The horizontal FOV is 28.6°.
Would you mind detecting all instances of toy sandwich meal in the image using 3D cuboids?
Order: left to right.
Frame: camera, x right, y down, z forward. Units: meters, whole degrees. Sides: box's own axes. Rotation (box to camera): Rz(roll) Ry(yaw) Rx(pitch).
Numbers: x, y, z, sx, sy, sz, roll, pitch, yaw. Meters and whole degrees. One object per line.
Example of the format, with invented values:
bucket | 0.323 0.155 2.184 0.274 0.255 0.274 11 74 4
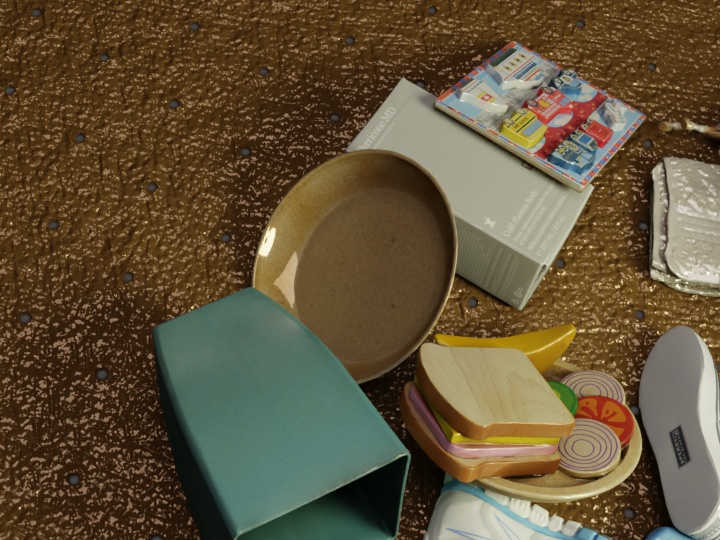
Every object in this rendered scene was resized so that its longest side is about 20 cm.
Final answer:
toy sandwich meal | 0.129 0.103 1.115 0.204 0.071 0.206 7 33 -4

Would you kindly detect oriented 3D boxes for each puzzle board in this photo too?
puzzle board | 0.168 -0.147 1.281 0.150 0.017 0.200 32 33 11

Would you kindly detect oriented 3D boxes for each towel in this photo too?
towel | 0.359 -0.033 1.281 0.199 0.035 0.133 8 60 -3

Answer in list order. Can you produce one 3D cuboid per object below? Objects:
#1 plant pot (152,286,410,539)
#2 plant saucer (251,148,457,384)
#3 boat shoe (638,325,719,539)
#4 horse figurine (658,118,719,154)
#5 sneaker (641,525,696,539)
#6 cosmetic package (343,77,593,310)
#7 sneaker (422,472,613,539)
plant pot | -0.077 0.125 1.080 0.141 0.142 0.200 -24 58 -19
plant saucer | 0.000 0.000 1.168 0.199 0.035 0.201 -11 69 31
boat shoe | 0.283 0.137 1.159 0.068 0.072 0.201 29 37 -30
horse figurine | 0.368 -0.114 1.292 0.132 0.050 0.200 -4 30 -19
sneaker | 0.292 0.266 1.068 0.078 0.090 0.200 -34 66 -23
cosmetic package | 0.087 -0.068 1.236 0.199 0.090 0.107 31 59 6
sneaker | 0.138 0.230 1.085 0.199 0.075 0.087 24 69 22
